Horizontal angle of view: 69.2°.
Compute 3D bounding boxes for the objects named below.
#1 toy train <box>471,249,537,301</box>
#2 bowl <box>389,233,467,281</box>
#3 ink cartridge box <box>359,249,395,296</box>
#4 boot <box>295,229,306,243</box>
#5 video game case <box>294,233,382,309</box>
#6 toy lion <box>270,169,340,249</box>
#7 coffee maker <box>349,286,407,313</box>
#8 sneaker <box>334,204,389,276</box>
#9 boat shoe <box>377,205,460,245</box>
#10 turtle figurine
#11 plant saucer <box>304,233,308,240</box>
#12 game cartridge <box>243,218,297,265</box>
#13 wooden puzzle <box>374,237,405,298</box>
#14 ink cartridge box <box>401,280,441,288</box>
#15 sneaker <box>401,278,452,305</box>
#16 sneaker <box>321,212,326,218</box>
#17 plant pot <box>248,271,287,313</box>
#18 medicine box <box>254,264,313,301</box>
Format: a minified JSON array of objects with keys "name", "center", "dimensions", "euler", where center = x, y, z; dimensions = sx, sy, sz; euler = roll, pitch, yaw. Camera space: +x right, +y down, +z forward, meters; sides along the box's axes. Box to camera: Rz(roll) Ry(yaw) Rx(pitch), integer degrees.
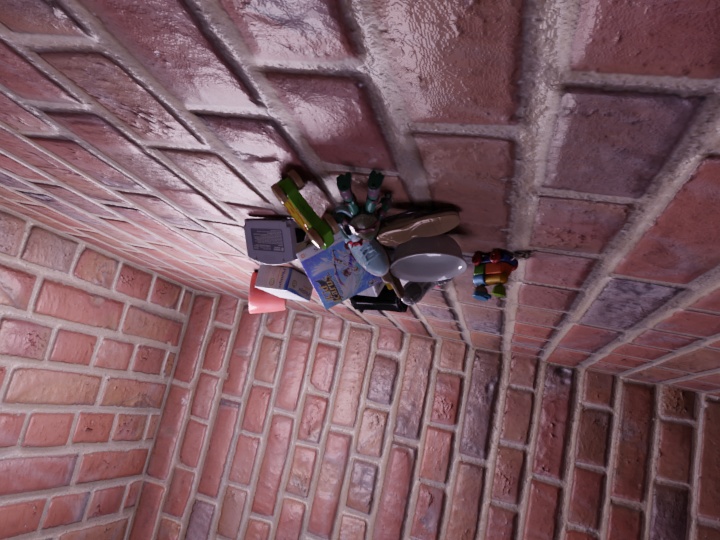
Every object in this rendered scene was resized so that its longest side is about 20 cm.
[{"name":"toy train","center":[0.367,0.015,1.345],"dimensions":[0.082,0.120,0.198],"euler":[18,167,-27]},{"name":"bowl","center":[0.168,-0.046,1.307],"dimensions":[0.193,0.094,0.202],"euler":[0,161,0]},{"name":"ink cartridge box","center":[0.000,0.000,1.588],"dimensions":[0.194,0.162,0.048],"euler":[6,135,33]},{"name":"boot","center":[-0.233,-0.073,1.658],"dimensions":[0.193,0.070,0.132],"euler":[7,151,21]},{"name":"video game case","center":[-0.056,-0.016,1.387],"dimensions":[0.177,0.046,0.204],"euler":[-25,123,2]},{"name":"toy lion","center":[-0.131,-0.130,1.192],"dimensions":[0.201,0.068,0.192],"euler":[50,171,6]},{"name":"coffee maker","center":[0.065,0.091,1.926],"dimensions":[0.193,0.140,0.191],"euler":[-2,177,26]},{"name":"sneaker","center":[-0.005,-0.067,1.253],"dimensions":[0.201,0.073,0.082],"euler":[51,-169,2]},{"name":"boat shoe","center":[0.128,-0.112,1.174],"dimensions":[0.194,0.067,0.072],"euler":[-15,147,25]},{"name":"turtle figurine","center":[0.008,-0.124,1.118],"dimensions":[0.145,0.103,0.202],"euler":[-17,150,-5]},{"name":"plant saucer","center":[-0.072,-0.053,1.504],"dimensions":[0.194,0.032,0.206],"euler":[16,129,20]},{"name":"game cartridge","center":[-0.268,-0.087,1.561],"dimensions":[0.194,0.138,0.041],"euler":[5,-159,35]},{"name":"wooden puzzle","center":[0.055,-0.025,1.397],"dimensions":[0.036,0.190,0.200],"euler":[-26,161,9]},{"name":"ink cartridge box","center":[0.157,0.010,1.667],"dimensions":[0.114,0.070,0.197],"euler":[23,165,-37]},{"name":"sneaker","center":[0.195,0.021,1.512],"dimensions":[0.196,0.079,0.099],"euler":[-32,-178,0]},{"name":"sneaker","center":[-0.068,-0.068,1.423],"dimensions":[0.072,0.082,0.204],"euler":[-1,130,16]},{"name":"plant pot","center":[-0.444,0.113,2.537],"dimensions":[0.170,0.209,0.201],"euler":[4,169,-5]},{"name":"medicine box","center":[-0.336,0.057,2.328],"dimensions":[0.194,0.107,0.181],"euler":[5,165,32]}]
